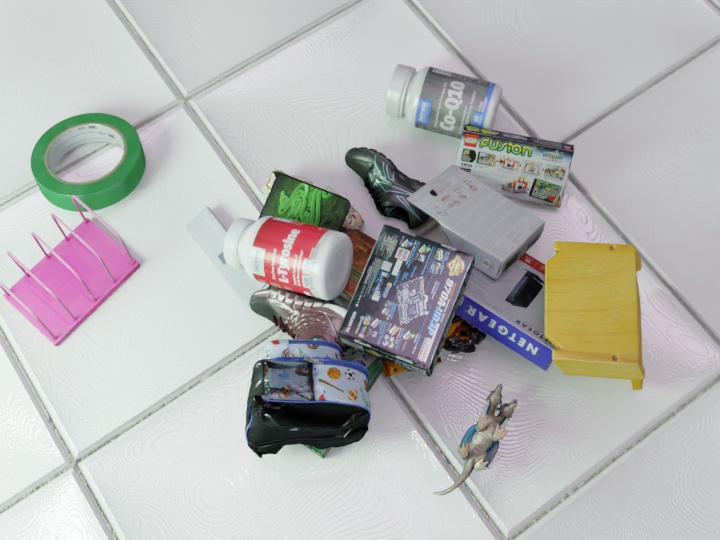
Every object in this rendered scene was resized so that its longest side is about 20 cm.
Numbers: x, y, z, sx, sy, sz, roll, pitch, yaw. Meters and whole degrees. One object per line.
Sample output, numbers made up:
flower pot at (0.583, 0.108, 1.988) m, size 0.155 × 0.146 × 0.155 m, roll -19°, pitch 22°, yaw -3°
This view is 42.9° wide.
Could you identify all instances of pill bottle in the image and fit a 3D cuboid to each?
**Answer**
pill bottle at (0.152, -0.310, 1.690) m, size 0.198 × 0.114 × 0.115 m, roll 16°, pitch 66°, yaw 8°
pill bottle at (-0.121, -0.027, 1.515) m, size 0.198 × 0.113 × 0.113 m, roll 14°, pitch 65°, yaw 23°

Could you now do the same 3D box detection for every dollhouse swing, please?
dollhouse swing at (0.379, 0.084, 1.477) m, size 0.180 × 0.176 × 0.202 m, roll 3°, pitch 65°, yaw 6°

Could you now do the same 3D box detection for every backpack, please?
backpack at (-0.078, 0.197, 1.402) m, size 0.188 × 0.200 × 0.155 m, roll 8°, pitch 61°, yaw -6°

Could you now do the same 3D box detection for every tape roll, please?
tape roll at (-0.494, -0.198, 1.666) m, size 0.198 × 0.048 × 0.202 m, roll 0°, pitch 56°, yaw 1°

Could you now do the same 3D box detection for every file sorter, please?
file sorter at (-0.505, -0.006, 1.554) m, size 0.139 × 0.126 × 0.200 m, roll 38°, pitch 71°, yaw 16°

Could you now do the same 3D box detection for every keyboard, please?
keyboard at (-0.235, -0.027, 1.614) m, size 0.056 × 0.011 × 0.200 m, roll -44°, pitch 68°, yaw 8°

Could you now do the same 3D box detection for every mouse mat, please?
mouse mat at (-0.118, -0.055, 1.585) m, size 0.160 × 0.008 × 0.202 m, roll 22°, pitch 87°, yaw 24°

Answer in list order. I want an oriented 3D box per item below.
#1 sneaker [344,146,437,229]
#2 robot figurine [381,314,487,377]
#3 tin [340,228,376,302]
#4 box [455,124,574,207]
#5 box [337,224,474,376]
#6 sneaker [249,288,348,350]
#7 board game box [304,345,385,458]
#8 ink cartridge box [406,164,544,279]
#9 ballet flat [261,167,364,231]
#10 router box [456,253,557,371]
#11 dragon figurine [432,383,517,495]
sneaker at (0.046, -0.150, 1.640) m, size 0.199 × 0.076 × 0.079 m, roll 34°, pitch 72°, yaw 15°
robot figurine at (0.112, 0.096, 1.522) m, size 0.198 × 0.058 × 0.146 m, roll -19°, pitch 60°, yaw -19°
tin at (0.000, 0.000, 1.556) m, size 0.112 × 0.042 × 0.199 m, roll -42°, pitch 48°, yaw -18°
box at (0.272, -0.186, 1.636) m, size 0.198 × 0.111 × 0.035 m, roll 12°, pitch 28°, yaw 6°
box at (0.073, 0.044, 1.447) m, size 0.158 × 0.046 × 0.202 m, roll 19°, pitch 76°, yaw 15°
sneaker at (-0.111, 0.102, 1.503) m, size 0.198 × 0.076 × 0.116 m, roll 10°, pitch 63°, yaw 25°
board game box at (-0.060, 0.188, 1.512) m, size 0.134 × 0.029 × 0.201 m, roll 31°, pitch 70°, yaw 15°
ink cartridge box at (0.195, -0.086, 1.569) m, size 0.199 × 0.057 × 0.162 m, roll 31°, pitch 43°, yaw 22°
ballet flat at (-0.084, -0.127, 1.629) m, size 0.198 × 0.064 × 0.076 m, roll 19°, pitch 30°, yaw 9°
router box at (0.265, 0.050, 1.521) m, size 0.199 × 0.049 × 0.179 m, roll 32°, pitch 43°, yaw 13°
dragon figurine at (0.189, 0.276, 1.451) m, size 0.058 × 0.099 × 0.201 m, roll 29°, pitch 88°, yaw 12°
